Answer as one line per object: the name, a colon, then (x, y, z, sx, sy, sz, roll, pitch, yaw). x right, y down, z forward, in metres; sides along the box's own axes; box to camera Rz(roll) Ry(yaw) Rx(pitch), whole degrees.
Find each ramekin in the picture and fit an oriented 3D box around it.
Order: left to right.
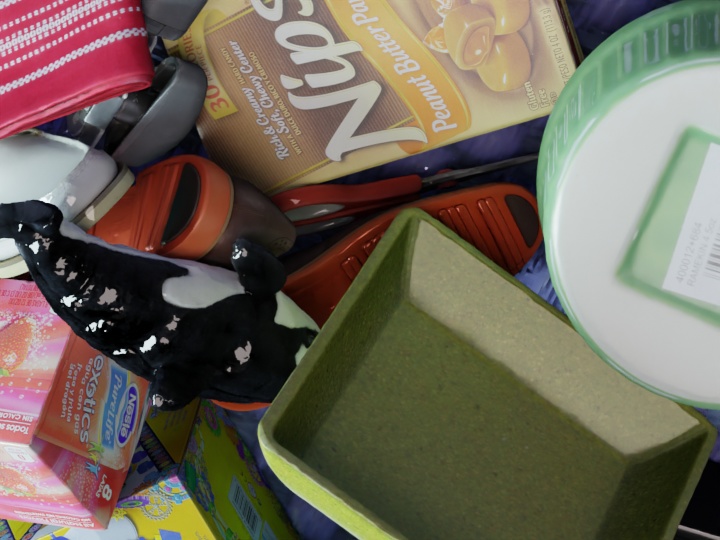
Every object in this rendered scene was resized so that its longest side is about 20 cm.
ramekin: (0.181, -0.029, 1.241, 0.200, 0.098, 0.200, 2, 106, 8)

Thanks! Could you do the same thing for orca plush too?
orca plush: (-0.091, 0.029, 1.230, 0.105, 0.071, 0.200, -24, 140, 22)

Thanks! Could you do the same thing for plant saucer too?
plant saucer: (0.057, 0.091, 1.237, 0.200, 0.200, 0.048, 36, 131, -2)

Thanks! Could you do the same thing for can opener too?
can opener: (-0.083, -0.135, 1.264, 0.067, 0.053, 0.200, 20, 122, -31)

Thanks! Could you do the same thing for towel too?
towel: (-0.184, -0.160, 1.262, 0.145, 0.022, 0.200, -19, 74, 19)

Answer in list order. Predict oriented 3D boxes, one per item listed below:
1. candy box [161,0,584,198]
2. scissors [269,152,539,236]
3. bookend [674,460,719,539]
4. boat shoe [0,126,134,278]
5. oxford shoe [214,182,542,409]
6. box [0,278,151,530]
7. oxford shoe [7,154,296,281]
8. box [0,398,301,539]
candy box: (0.007, -0.117, 1.314, 0.200, 0.055, 0.116, -17, 109, 10)
scissors: (0.033, -0.045, 1.360, 0.200, 0.073, 0.014, -13, 77, -14)
bookend: (0.160, 0.206, 1.415, 0.200, 0.092, 0.199, 18, 112, -2)
boat shoe: (-0.188, -0.044, 1.295, 0.068, 0.075, 0.200, 53, 151, -19)
oxford shoe: (0.000, 0.000, 1.348, 0.200, 0.073, 0.071, -24, 114, 3)
box: (-0.223, 0.065, 1.334, 0.200, 0.095, 0.103, 5, 151, 23)
oxford shoe: (-0.115, -0.009, 1.328, 0.073, 0.200, 0.071, 22, 72, -36)
box: (-0.127, 0.204, 1.419, 0.193, 0.122, 0.200, -25, 108, 14)
